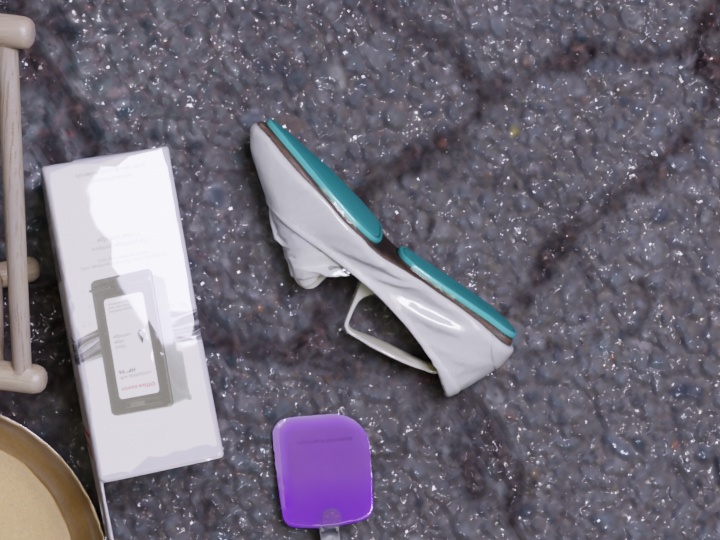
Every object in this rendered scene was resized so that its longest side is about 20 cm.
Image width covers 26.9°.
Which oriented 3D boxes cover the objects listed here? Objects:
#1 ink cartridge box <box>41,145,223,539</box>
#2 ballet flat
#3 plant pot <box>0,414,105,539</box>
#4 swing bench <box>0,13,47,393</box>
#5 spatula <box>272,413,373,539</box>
[{"bbox_3d":[-0.120,0.043,0.803,0.067,0.116,0.202,-10,91,-12],"label":"ink cartridge box"},{"bbox_3d":[0.000,0.000,0.860,0.200,0.069,0.070,41,81,-8],"label":"ballet flat"},{"bbox_3d":[-0.237,0.171,0.821,0.198,0.027,0.203,1,87,-11],"label":"plant pot"},{"bbox_3d":[-0.257,-0.050,0.733,0.198,0.130,0.201,-3,120,-13],"label":"swing bench"},{"bbox_3d":[-0.014,0.184,0.867,0.056,0.021,0.202,-6,92,1],"label":"spatula"}]
